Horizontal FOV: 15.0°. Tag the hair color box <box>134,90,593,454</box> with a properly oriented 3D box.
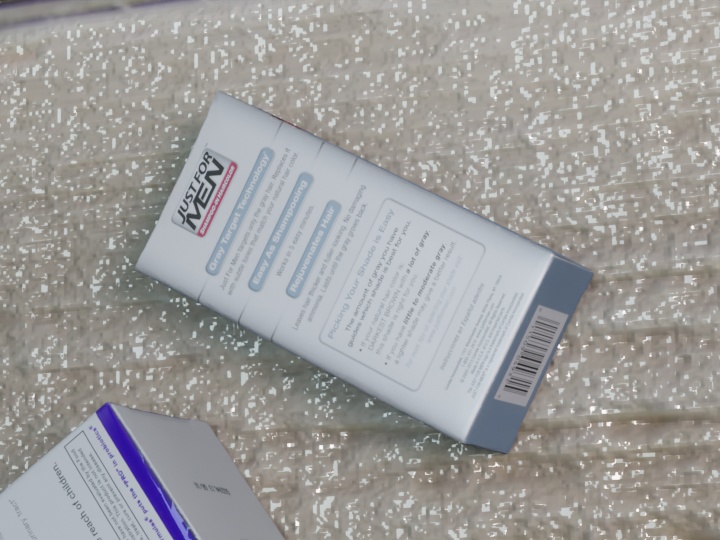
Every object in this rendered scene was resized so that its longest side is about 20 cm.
[{"bbox_3d":[0.000,0.000,1.316,0.200,0.061,0.099,27,93,25],"label":"hair color box"}]

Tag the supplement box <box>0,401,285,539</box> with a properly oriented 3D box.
[{"bbox_3d":[-0.145,0.167,1.334,0.200,0.101,0.103,-41,67,14],"label":"supplement box"}]
